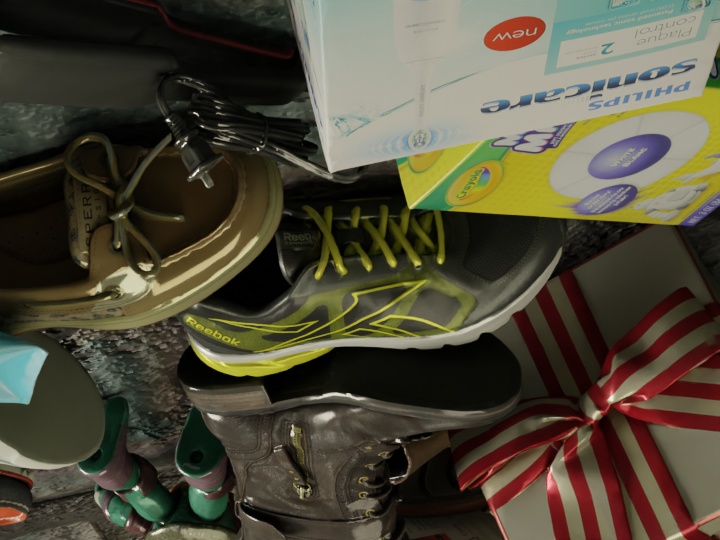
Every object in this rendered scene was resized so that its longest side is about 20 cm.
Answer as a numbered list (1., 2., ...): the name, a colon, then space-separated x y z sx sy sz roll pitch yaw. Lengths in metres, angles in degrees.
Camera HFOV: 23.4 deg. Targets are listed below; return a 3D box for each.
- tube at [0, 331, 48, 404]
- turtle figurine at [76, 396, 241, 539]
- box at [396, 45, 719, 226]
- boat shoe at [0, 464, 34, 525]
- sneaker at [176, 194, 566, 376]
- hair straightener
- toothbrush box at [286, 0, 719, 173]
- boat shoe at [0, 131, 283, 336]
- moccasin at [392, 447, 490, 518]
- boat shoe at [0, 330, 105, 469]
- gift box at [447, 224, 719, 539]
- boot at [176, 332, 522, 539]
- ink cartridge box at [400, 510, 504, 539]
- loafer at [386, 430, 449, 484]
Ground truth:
1. tube: -0.232 0.026 0.718 0.199 0.051 0.077 11 162 -13
2. turtle figurine: -0.097 0.141 1.067 0.149 0.101 0.200 -16 151 5
3. box: 0.104 -0.069 0.766 0.200 0.048 0.117 4 150 -32
4. boat shoe: -0.288 0.153 1.023 0.199 0.063 0.071 -3 152 -27
5. sneaker: 0.000 0.000 0.825 0.199 0.075 0.085 -19 155 11
6. hair straightener: -0.066 -0.059 0.654 0.200 0.077 0.041 12 144 -45
7. toothbrush box: 0.047 -0.125 0.564 0.146 0.086 0.200 -12 158 -6
8. boat shoe: -0.130 -0.011 0.731 0.199 0.073 0.063 -18 156 14
9. moccasin: 0.108 0.121 1.169 0.201 0.074 0.078 -23 148 1
10. boat shoe: -0.217 0.059 0.860 0.071 0.070 0.201 -17 156 35
11. gift box: 0.166 0.098 0.973 0.184 0.200 0.187 -35 152 11
12. boot: 0.005 0.105 0.921 0.199 0.069 0.174 1 131 24
13. ink cartridge box: 0.012 0.212 1.157 0.175 0.084 0.200 -5 -163 -21
14. loafer: 0.013 0.098 1.047 0.200 0.071 0.073 6 152 -43
